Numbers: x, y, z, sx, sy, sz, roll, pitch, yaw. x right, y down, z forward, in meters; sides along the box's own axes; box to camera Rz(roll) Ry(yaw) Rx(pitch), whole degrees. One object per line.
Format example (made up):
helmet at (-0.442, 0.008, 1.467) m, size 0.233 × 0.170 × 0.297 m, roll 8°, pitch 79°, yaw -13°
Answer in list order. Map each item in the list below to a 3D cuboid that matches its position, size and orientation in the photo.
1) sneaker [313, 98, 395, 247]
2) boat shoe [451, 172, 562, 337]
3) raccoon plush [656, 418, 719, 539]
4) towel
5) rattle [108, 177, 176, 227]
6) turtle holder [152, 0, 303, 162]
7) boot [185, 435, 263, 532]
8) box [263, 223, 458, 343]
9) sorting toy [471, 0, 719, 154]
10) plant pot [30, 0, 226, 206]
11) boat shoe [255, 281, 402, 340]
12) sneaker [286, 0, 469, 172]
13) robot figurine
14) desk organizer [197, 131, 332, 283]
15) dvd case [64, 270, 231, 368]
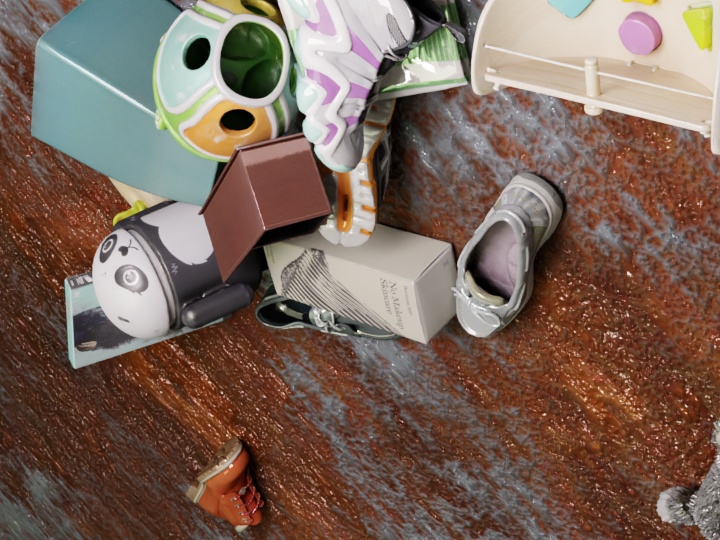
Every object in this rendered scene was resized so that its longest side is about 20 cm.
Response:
sneaker at (-0.005, -0.125, 1.173) m, size 0.078 × 0.077 × 0.201 m, roll 13°, pitch 117°, yaw 11°
boat shoe at (0.121, -0.003, 1.160) m, size 0.074 × 0.065 × 0.202 m, roll 39°, pitch 144°, yaw 12°
raccoon plush at (0.306, 0.174, 1.118) m, size 0.199 × 0.097 × 0.135 m, roll -10°, pitch 108°, yaw 51°
towel at (0.000, -0.232, 1.055) m, size 0.152 × 0.023 × 0.201 m, roll -8°, pitch 120°, yaw 19°
rattle at (-0.303, -0.097, 1.452) m, size 0.200 × 0.143 × 0.130 m, roll 51°, pitch -178°, yaw -19°
turtle holder at (-0.103, -0.191, 1.156) m, size 0.141 × 0.186 × 0.132 m, roll 37°, pitch 166°, yaw -13°
boot at (-0.167, 0.294, 1.749) m, size 0.107 × 0.075 × 0.200 m, roll 40°, pitch 153°, yaw 5°
box at (0.000, 0.000, 1.288) m, size 0.199 × 0.068 × 0.083 m, roll 16°, pitch 134°, yaw 38°
sorting toy at (0.184, -0.199, 0.889) m, size 0.199 × 0.107 × 0.181 m, roll 20°, pitch 129°, yaw 34°
plant pot at (-0.204, -0.166, 1.289) m, size 0.199 × 0.141 × 0.142 m, roll 33°, pitch 143°, yaw 8°
boat shoe at (-0.030, 0.048, 1.371) m, size 0.199 × 0.062 × 0.073 m, roll 12°, pitch 131°, yaw 40°
sneaker at (0.019, -0.171, 1.028) m, size 0.139 × 0.078 × 0.201 m, roll 0°, pitch 122°, yaw 17°
robot figurine at (-0.183, -0.011, 1.352) m, size 0.150 × 0.199 × 0.125 m, roll -3°, pitch 111°, yaw 64°
desk organizer at (-0.091, -0.055, 1.205) m, size 0.200 × 0.071 × 0.077 m, roll 139°, pitch 114°, yaw -68°
dvd case at (-0.235, 0.033, 1.464) m, size 0.022 × 0.199 × 0.146 m, roll 55°, pitch 151°, yaw 31°
